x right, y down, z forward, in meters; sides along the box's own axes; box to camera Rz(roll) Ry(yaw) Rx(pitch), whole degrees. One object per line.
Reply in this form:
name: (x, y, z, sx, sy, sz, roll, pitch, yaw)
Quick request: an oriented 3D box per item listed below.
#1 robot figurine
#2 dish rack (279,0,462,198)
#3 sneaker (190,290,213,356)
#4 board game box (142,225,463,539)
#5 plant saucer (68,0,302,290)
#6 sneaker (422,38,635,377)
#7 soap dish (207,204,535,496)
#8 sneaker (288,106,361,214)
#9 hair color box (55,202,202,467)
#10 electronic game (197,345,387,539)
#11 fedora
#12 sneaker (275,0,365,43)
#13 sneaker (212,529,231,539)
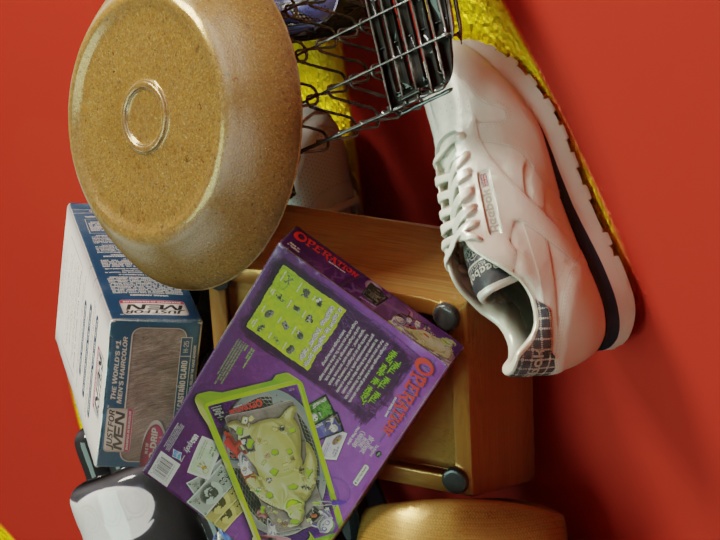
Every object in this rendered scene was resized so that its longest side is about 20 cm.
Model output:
robot figurine: (-0.135, 0.196, 2.033, 0.150, 0.124, 0.201, -21, -90, -83)
dish rack: (-0.020, -0.137, 1.581, 0.199, 0.054, 0.154, -22, 76, 38)
sneaker: (-0.090, 0.034, 1.848, 0.200, 0.104, 0.060, 119, 138, -54)
board game box: (-0.036, 0.081, 1.611, 0.120, 0.032, 0.200, 38, 126, 7)
plant saucer: (-0.112, -0.088, 1.607, 0.199, 0.035, 0.202, 4, 95, 47)
sneaker: (0.076, -0.037, 1.543, 0.201, 0.080, 0.076, 63, 154, 16)
soap dish: (0.002, 0.047, 1.641, 0.199, 0.081, 0.158, 9, 120, 23)
sneaker: (0.000, 0.000, 1.728, 0.115, 0.073, 0.201, 19, 123, 38)
hair color box: (-0.149, 0.038, 1.768, 0.200, 0.060, 0.101, -120, 34, -64)
electronic game: (-0.042, 0.134, 1.778, 0.042, 0.200, 0.201, -34, 77, 23)
fedora: (0.059, 0.174, 1.636, 0.200, 0.199, 0.082, -2, 84, 61)
sneaker: (-0.070, -0.188, 1.705, 0.199, 0.075, 0.079, 25, 120, 44)
sneaker: (-0.067, 0.166, 1.886, 0.201, 0.077, 0.076, 60, 163, -19)
